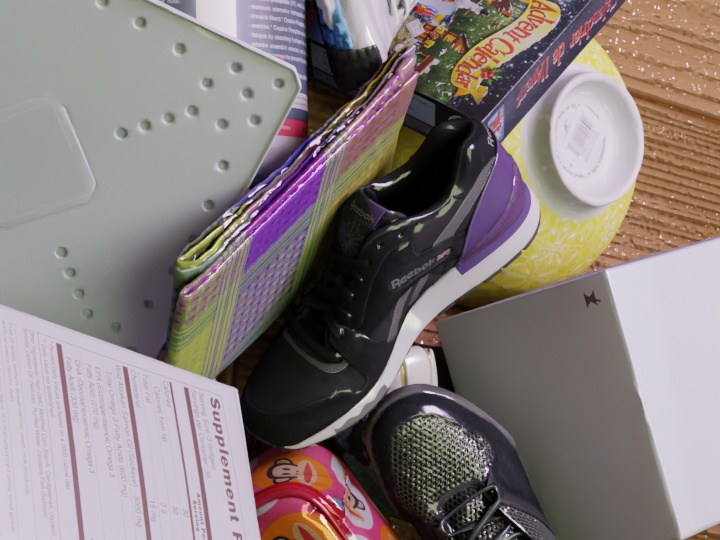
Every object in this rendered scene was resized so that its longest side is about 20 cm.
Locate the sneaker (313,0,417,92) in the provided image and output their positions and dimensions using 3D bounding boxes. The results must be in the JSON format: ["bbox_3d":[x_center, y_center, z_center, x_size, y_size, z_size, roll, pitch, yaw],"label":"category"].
[{"bbox_3d":[0.016,-0.170,1.090,0.200,0.086,0.075,-91,173,-52],"label":"sneaker"}]

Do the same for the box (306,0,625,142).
[{"bbox_3d":[0.070,-0.164,1.174,0.200,0.136,0.038,-49,153,-29],"label":"box"}]

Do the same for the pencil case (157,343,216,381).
[{"bbox_3d":[-0.163,0.087,1.017,0.200,0.084,0.086,-7,71,-40],"label":"pencil case"}]

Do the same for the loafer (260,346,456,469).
[{"bbox_3d":[0.018,0.094,1.181,0.200,0.063,0.072,-10,65,-42],"label":"loafer"}]

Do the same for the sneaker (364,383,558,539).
[{"bbox_3d":[0.076,0.150,1.052,0.076,0.114,0.200,-31,107,-4],"label":"sneaker"}]

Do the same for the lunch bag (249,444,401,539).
[{"bbox_3d":[-0.040,0.209,1.071,0.176,0.082,0.200,-36,104,13],"label":"lunch bag"}]

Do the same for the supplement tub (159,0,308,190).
[{"bbox_3d":[-0.098,-0.142,1.033,0.140,0.140,0.201,-1,89,-38],"label":"supplement tub"}]

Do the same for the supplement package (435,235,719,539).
[{"bbox_3d":[0.180,0.067,1.168,0.200,0.150,0.152,-14,87,-39],"label":"supplement package"}]

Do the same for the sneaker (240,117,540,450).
[{"bbox_3d":[0.000,0.000,1.037,0.200,0.076,0.088,-46,140,-8],"label":"sneaker"}]

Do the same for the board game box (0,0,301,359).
[{"bbox_3d":[-0.159,-0.055,0.947,0.199,0.026,0.200,25,113,-13],"label":"board game box"}]

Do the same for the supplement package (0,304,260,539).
[{"bbox_3d":[-0.150,0.099,0.855,0.200,0.117,0.118,25,46,-49],"label":"supplement package"}]

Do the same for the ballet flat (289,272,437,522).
[{"bbox_3d":[0.005,0.041,1.109,0.074,0.074,0.200,-16,73,-37],"label":"ballet flat"}]

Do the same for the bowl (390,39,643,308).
[{"bbox_3d":[0.108,-0.077,1.216,0.200,0.108,0.201,2,87,-39],"label":"bowl"}]

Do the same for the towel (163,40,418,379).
[{"bbox_3d":[-0.039,-0.018,1.003,0.023,0.144,0.200,36,57,12],"label":"towel"}]
